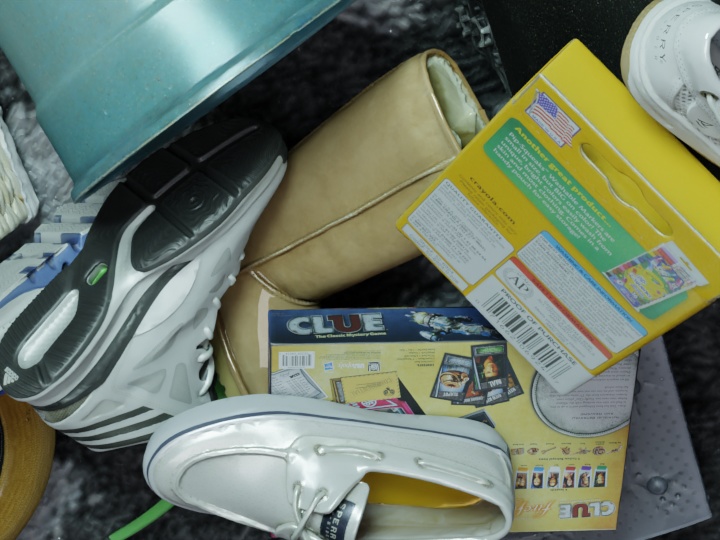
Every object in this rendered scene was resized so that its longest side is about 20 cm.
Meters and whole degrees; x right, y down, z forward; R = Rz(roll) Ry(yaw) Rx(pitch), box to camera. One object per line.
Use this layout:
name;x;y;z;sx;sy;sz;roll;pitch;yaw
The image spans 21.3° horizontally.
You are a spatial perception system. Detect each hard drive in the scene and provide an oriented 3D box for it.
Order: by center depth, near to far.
hard drive;0.096;0.108;1.135;0.199;0.042;0.135;-14;107;13

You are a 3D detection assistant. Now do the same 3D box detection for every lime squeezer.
lime squeezer;-0.100;0.094;1.157;0.070;0.038;0.201;17;112;0

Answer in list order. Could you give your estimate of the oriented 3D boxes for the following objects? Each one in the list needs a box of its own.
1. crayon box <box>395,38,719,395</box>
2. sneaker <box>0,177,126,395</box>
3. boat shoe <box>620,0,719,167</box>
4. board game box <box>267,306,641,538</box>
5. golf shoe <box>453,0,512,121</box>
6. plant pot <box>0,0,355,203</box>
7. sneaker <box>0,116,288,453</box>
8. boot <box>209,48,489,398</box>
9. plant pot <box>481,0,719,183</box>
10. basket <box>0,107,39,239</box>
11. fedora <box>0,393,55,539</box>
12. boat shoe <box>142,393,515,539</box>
crayon box;0.104;-0.024;0.897;0.126;0.200;0.052;46;66;0
sneaker;-0.171;0.044;1.081;0.080;0.199;0.116;4;125;54
boat shoe;0.202;-0.048;0.822;0.200;0.069;0.071;29;88;-22
board game box;0.048;0.084;1.057;0.199;0.035;0.136;0;123;-5
golf shoe;0.104;-0.131;1.040;0.094;0.078;0.201;-18;110;-5
plant pot;-0.125;-0.171;0.990;0.200;0.200;0.196;-36;94;17
sneaker;-0.099;0.015;1.052;0.201;0.076;0.115;-47;137;-7
boot;0.000;0.000;1.060;0.200;0.066;0.176;-27;93;29
plant pot;0.193;-0.107;0.938;0.199;0.177;0.200;-22;107;-11
basket;-0.317;-0.070;1.057;0.197;0.161;0.201;-17;106;13
fedora;-0.279;0.099;1.140;0.200;0.082;0.201;-10;117;-22
boat shoe;-0.015;0.116;1.009;0.199;0.070;0.071;6;123;-9
